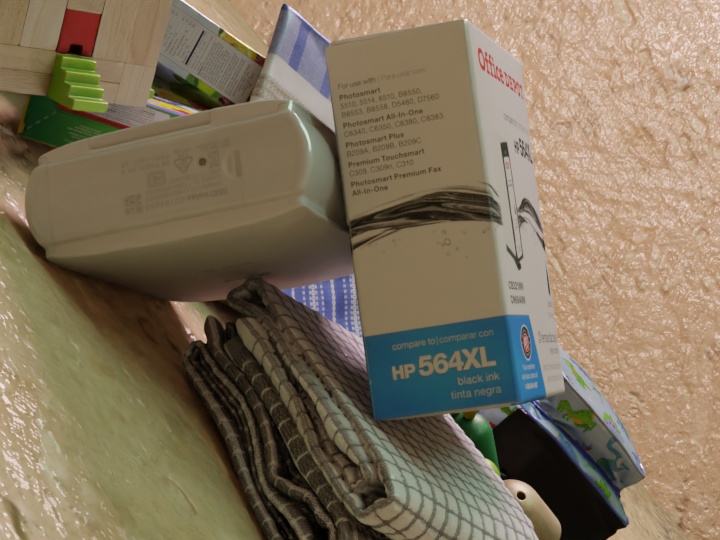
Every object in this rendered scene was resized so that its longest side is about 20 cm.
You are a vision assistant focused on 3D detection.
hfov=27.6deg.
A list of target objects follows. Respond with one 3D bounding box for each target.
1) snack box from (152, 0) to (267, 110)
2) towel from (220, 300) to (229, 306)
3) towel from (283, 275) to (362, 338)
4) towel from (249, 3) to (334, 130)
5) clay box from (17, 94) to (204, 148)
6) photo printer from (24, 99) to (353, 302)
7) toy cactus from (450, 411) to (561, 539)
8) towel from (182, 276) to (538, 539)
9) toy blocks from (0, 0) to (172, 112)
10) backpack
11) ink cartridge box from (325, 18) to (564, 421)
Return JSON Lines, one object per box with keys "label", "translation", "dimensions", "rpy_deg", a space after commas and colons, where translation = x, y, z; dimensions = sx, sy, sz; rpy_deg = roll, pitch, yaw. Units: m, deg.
{"label": "snack box", "translation": [-0.170, -0.175, 1.093], "dimensions": [0.142, 0.053, 0.199], "rpy_deg": [33, -8, -28]}
{"label": "towel", "translation": [-0.102, 0.004, 1.063], "dimensions": [0.086, 0.018, 0.200], "rpy_deg": [47, 6, 29]}
{"label": "towel", "translation": [0.000, 0.000, 1.063], "dimensions": [0.199, 0.024, 0.147], "rpy_deg": [0, 87, -47]}
{"label": "towel", "translation": [-0.043, -0.068, 1.061], "dimensions": [0.024, 0.202, 0.147], "rpy_deg": [2, -22, 39]}
{"label": "clay box", "translation": [-0.145, -0.095, 1.001], "dimensions": [0.114, 0.048, 0.200], "rpy_deg": [18, 7, 3]}
{"label": "photo printer", "translation": [-0.073, -0.031, 0.843], "dimensions": [0.200, 0.164, 0.070], "rpy_deg": [29, 52, -71]}
{"label": "toy cactus", "translation": [0.078, 0.159, 0.993], "dimensions": [0.165, 0.102, 0.201], "rpy_deg": [38, 20, -43]}
{"label": "towel", "translation": [-0.004, 0.109, 0.825], "dimensions": [0.165, 0.086, 0.200], "rpy_deg": [32, 13, -44]}
{"label": "toy blocks", "translation": [-0.175, -0.171, 0.823], "dimensions": [0.099, 0.138, 0.199], "rpy_deg": [27, 18, 37]}
{"label": "backpack", "translation": [0.154, 0.147, 1.329], "dimensions": [0.183, 0.147, 0.200], "rpy_deg": [47, 4, -30]}
{"label": "ink cartridge box", "translation": [0.051, -0.024, 0.815], "dimensions": [0.146, 0.083, 0.203], "rpy_deg": [5, 78, -72]}
